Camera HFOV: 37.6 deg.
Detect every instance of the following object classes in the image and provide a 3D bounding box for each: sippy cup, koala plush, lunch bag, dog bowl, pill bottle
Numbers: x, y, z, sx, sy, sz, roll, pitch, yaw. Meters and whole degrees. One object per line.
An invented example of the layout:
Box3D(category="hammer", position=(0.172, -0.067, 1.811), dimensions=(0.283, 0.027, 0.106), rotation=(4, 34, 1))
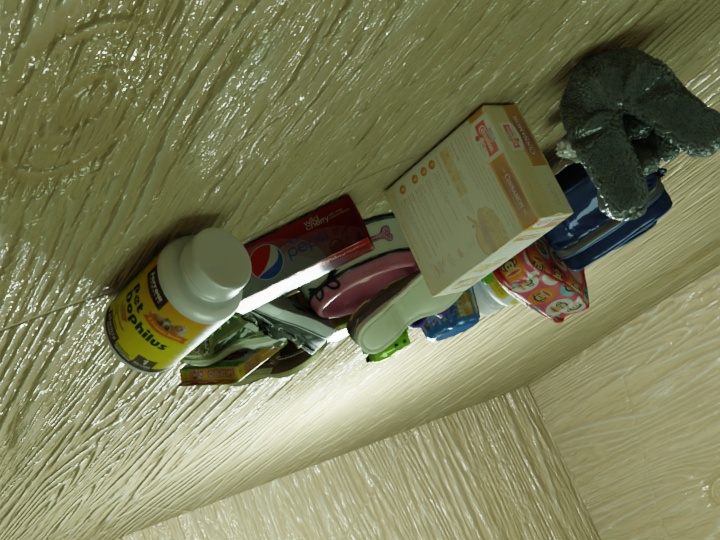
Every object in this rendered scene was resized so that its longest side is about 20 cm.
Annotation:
Box3D(category="sippy cup", position=(0.132, 0.042, 1.742), dimensions=(0.138, 0.132, 0.178), rotation=(-18, 166, -18))
Box3D(category="koala plush", position=(0.324, -0.185, 1.315), dimensions=(0.177, 0.184, 0.200), rotation=(-40, -177, 10))
Box3D(category="lunch bag", position=(0.357, -0.098, 1.543), dimensions=(0.199, 0.133, 0.136), rotation=(-34, -168, 13))
Box3D(category="dog bowl", position=(0.000, 0.000, 1.518), dimensions=(0.198, 0.075, 0.200), rotation=(-24, 164, -7))
Box3D(category="pill bottle", position=(-0.210, 0.033, 1.228), dimensions=(0.108, 0.110, 0.200), rotation=(-8, 157, -46))
Box3D(category="lunch bag", position=(0.270, -0.031, 1.627), dimensions=(0.081, 0.178, 0.199), rotation=(-29, 138, 30))
Box3D(category="pill bottle", position=(0.275, -0.009, 1.842), dimensions=(0.199, 0.116, 0.114), rotation=(-35, 162, 32))

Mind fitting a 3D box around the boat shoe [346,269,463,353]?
Box3D(category="boat shoe", position=(0.068, 0.040, 1.504), dimensions=(0.200, 0.073, 0.060), rotation=(-34, -152, -12))

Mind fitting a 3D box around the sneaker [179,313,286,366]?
Box3D(category="sneaker", position=(-0.192, 0.071, 1.512), dimensions=(0.198, 0.077, 0.090), rotation=(-14, 131, -30))

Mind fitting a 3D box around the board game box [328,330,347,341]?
Box3D(category="board game box", position=(-0.054, 0.090, 1.798), dimensions=(0.095, 0.030, 0.199), rotation=(-31, 161, 23))

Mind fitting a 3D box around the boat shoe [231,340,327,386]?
Box3D(category="boat shoe", position=(-0.149, 0.127, 1.701), dimensions=(0.198, 0.073, 0.072), rotation=(-17, 130, 24))

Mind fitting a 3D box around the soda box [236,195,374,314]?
Box3D(category="soda box", position=(-0.085, -0.018, 1.343), dimensions=(0.198, 0.064, 0.070), rotation=(-27, 166, 3))

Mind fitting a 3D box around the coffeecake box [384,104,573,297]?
Box3D(category="coffeecake box", position=(0.141, -0.084, 1.304), dimensions=(0.072, 0.155, 0.200), rotation=(-10, 159, -44))

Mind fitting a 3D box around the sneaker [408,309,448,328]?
Box3D(category="sneaker", position=(0.128, 0.022, 1.607), dimensions=(0.080, 0.084, 0.200), rotation=(7, 143, -28))

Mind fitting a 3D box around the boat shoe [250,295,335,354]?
Box3D(category="boat shoe", position=(-0.112, 0.071, 1.484), dimensions=(0.199, 0.069, 0.057), rotation=(28, 101, -46))

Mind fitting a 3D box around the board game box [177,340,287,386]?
Box3D(category="board game box", position=(-0.189, 0.130, 1.569), dimensions=(0.094, 0.030, 0.200), rotation=(-5, -166, 20))

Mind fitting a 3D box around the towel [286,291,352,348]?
Box3D(category="towel", position=(-0.024, 0.043, 1.606), dimensions=(0.198, 0.087, 0.018), rotation=(-22, 152, -12))

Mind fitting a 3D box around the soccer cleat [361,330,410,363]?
Box3D(category="soccer cleat", position=(0.021, 0.079, 1.646), dimensions=(0.080, 0.068, 0.200), rotation=(-21, -151, -7))
